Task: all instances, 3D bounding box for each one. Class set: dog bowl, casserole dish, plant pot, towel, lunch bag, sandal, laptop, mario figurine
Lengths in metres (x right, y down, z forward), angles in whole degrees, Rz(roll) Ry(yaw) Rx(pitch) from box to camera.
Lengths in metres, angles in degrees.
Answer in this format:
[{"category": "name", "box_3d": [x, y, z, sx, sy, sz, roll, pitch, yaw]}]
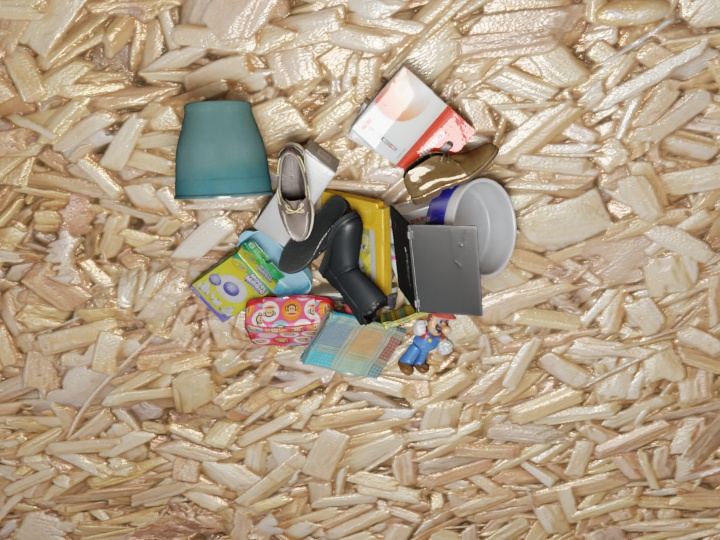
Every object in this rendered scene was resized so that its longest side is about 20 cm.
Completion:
[{"category": "dog bowl", "box_3d": [0.226, -0.085, 1.609, 0.079, 0.200, 0.201, 1, 121, 49]}, {"category": "casserole dish", "box_3d": [-0.181, -0.017, 1.727, 0.121, 0.039, 0.200, -27, 109, 43]}, {"category": "plant pot", "box_3d": [-0.278, -0.241, 1.587, 0.198, 0.200, 0.190, -2, 97, 4]}, {"category": "towel", "box_3d": [-0.014, 0.163, 1.706, 0.199, 0.022, 0.147, 16, 118, -29]}, {"category": "lunch bag", "box_3d": [-0.149, 0.121, 1.751, 0.198, 0.083, 0.176, -1, 156, 3]}, {"category": "sandal", "box_3d": [-0.088, -0.064, 1.645, 0.200, 0.075, 0.048, -46, 144, 9]}, {"category": "towel", "box_3d": [0.137, 0.073, 1.684, 0.199, 0.086, 0.018, -20, 106, 0]}, {"category": "laptop", "box_3d": [0.147, -0.021, 1.568, 0.115, 0.200, 0.189, -12, 114, -11]}, {"category": "mario figurine", "box_3d": [0.159, 0.152, 1.755, 0.105, 0.124, 0.201, 26, 116, 6]}]

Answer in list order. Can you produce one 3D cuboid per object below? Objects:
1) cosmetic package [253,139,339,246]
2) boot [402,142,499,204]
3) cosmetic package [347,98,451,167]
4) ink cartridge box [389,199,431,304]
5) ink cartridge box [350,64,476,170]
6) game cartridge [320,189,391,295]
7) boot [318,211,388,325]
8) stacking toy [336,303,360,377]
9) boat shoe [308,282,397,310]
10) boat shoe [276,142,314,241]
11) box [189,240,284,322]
[{"category": "cosmetic package", "box_3d": [-0.132, -0.161, 1.649, 0.090, 0.107, 0.200, 36, 108, -12]}, {"category": "boot", "box_3d": [0.177, -0.209, 1.567, 0.199, 0.074, 0.076, -28, 112, 7]}, {"category": "cosmetic package", "box_3d": [0.080, -0.267, 1.622, 0.199, 0.051, 0.083, 25, 113, -7]}, {"category": "ink cartridge box", "box_3d": [0.133, -0.048, 1.687, 0.144, 0.088, 0.201, -17, 109, 14]}, {"category": "ink cartridge box", "box_3d": [0.105, -0.277, 1.564, 0.200, 0.050, 0.162, 40, 106, -8]}, {"category": "game cartridge", "box_3d": [-0.011, -0.060, 1.670, 0.176, 0.032, 0.201, 16, 120, 38]}, {"category": "boot", "box_3d": [0.000, 0.000, 1.610, 0.168, 0.076, 0.201, 48, 140, 22]}, {"category": "stacking toy", "box_3d": [-0.016, 0.140, 1.749, 0.085, 0.086, 0.201, 6, 129, 1]}, {"category": "boat shoe", "box_3d": [-0.016, 0.064, 1.753, 0.198, 0.073, 0.063, -3, 109, 0]}, {"category": "boat shoe", "box_3d": [-0.132, -0.147, 1.565, 0.071, 0.060, 0.201, -1, 112, 3]}, {"category": "box", "box_3d": [-0.268, 0.024, 1.737, 0.199, 0.048, 0.117, -33, 107, 31]}]
